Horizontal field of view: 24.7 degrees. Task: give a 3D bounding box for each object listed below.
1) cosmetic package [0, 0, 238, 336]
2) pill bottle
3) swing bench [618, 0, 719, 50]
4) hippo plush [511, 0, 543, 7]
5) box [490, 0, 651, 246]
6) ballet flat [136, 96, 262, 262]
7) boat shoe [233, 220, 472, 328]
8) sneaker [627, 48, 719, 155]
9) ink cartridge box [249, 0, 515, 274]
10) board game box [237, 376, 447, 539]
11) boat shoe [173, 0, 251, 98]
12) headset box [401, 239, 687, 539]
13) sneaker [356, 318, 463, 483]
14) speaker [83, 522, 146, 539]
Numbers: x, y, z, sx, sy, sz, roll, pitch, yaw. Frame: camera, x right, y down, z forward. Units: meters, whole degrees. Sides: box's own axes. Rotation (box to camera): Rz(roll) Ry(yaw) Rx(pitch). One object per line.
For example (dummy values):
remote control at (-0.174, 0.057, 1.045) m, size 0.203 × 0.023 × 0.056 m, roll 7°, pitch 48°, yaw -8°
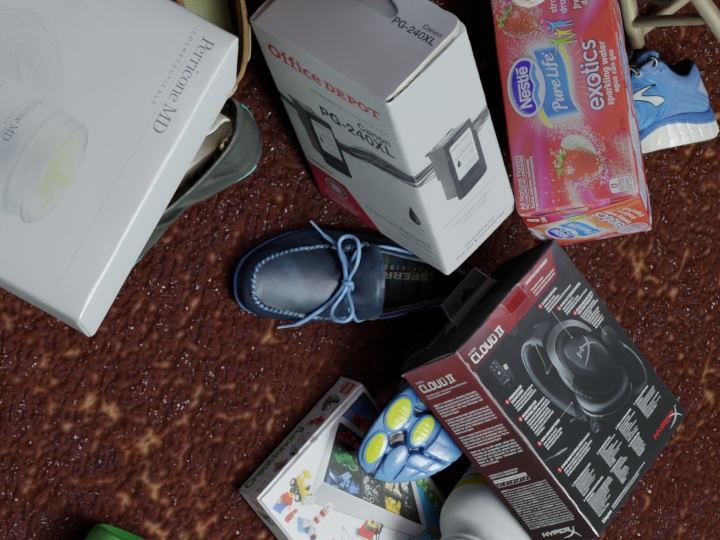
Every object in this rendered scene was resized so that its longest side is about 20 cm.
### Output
cosmetic package at (-0.208, -0.095, 1.031) m, size 0.199 × 0.123 × 0.200 m, roll 29°, pitch 82°, yaw -3°
pill bottle at (0.133, 0.193, 1.346) m, size 0.200 × 0.111 × 0.112 m, roll -50°, pitch 123°, yaw -36°
swing bench at (0.291, -0.320, 1.375) m, size 0.199 × 0.130 × 0.201 m, roll -37°, pitch 112°, yaw -22°
hippo plush at (0.059, -0.256, 1.054) m, size 0.160 × 0.159 × 0.201 m, roll -18°, pitch 120°, yaw -27°
box at (0.162, -0.129, 1.276) m, size 0.100 × 0.095 × 0.201 m, roll 43°, pitch 39°, yaw -69°
ballet flat at (-0.152, -0.061, 1.159) m, size 0.200 × 0.068 × 0.069 m, roll -42°, pitch 149°, yaw -28°
boat shoe at (0.000, 0.000, 1.273) m, size 0.199 × 0.069 × 0.085 m, roll -10°, pitch 105°, yaw -32°
sneaker at (0.219, -0.139, 1.400) m, size 0.199 × 0.078 × 0.090 m, roll -15°, pitch 97°, yaw -37°
ink cartridge box at (0.018, -0.112, 1.176) m, size 0.083 × 0.145 × 0.200 m, roll -45°, pitch 144°, yaw -16°
board game box at (0.003, 0.201, 1.334) m, size 0.126 × 0.035 × 0.200 m, roll -46°, pitch 121°, yaw -20°
boat shoe at (-0.112, -0.213, 1.137) m, size 0.075 × 0.074 × 0.201 m, roll -13°, pitch 92°, yaw -34°
headset box at (0.138, 0.088, 1.268) m, size 0.200 × 0.077 × 0.149 m, roll 51°, pitch 53°, yaw -9°
sneaker at (0.063, 0.097, 1.314) m, size 0.071 × 0.083 × 0.200 m, roll 46°, pitch 56°, yaw -10°
speaker at (-0.200, 0.289, 1.187) m, size 0.088 × 0.088 × 0.201 m, roll 29°, pitch 83°, yaw -34°
